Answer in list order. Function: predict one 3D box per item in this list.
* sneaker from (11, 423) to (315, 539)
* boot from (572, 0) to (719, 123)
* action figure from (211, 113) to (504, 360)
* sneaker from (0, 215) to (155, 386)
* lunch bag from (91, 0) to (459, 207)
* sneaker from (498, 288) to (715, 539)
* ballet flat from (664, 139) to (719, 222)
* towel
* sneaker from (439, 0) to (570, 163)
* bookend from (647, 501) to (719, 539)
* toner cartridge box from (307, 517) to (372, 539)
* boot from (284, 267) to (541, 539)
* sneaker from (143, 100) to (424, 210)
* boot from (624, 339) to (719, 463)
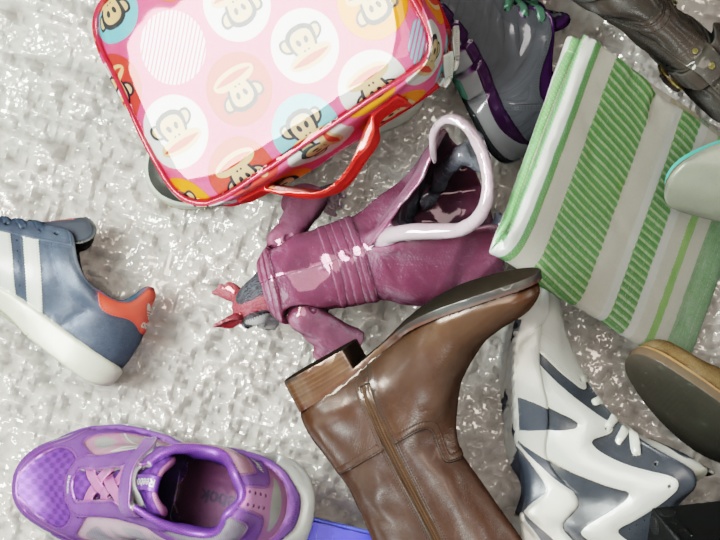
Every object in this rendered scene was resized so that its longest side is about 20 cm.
[{"bbox_3d":[-0.131,0.133,1.224,0.198,0.088,0.081,3,81,20],"label":"sneaker"},{"bbox_3d":[0.177,-0.167,1.285,0.174,0.200,0.069,37,103,-27],"label":"boot"},{"bbox_3d":[0.000,0.000,1.233,0.198,0.149,0.135,-20,84,1],"label":"action figure"},{"bbox_3d":[-0.219,-0.014,1.269,0.199,0.075,0.085,36,84,-7],"label":"sneaker"},{"bbox_3d":[-0.047,-0.129,1.195,0.199,0.082,0.177,-29,82,16],"label":"lunch bag"},{"bbox_3d":[0.158,0.103,1.260,0.128,0.080,0.201,-4,83,-4],"label":"sneaker"},{"bbox_3d":[0.287,-0.053,1.240,0.198,0.068,0.064,-7,47,-21],"label":"ballet flat"},{"bbox_3d":[0.169,-0.041,1.245,0.199,0.023,0.154,27,80,-43],"label":"towel"},{"bbox_3d":[0.080,-0.171,1.269,0.087,0.075,0.201,-29,115,5],"label":"sneaker"},{"bbox_3d":[0.274,0.242,1.216,0.198,0.092,0.201,-5,115,-16],"label":"bookend"},{"bbox_3d":[-0.043,0.256,1.251,0.094,0.043,0.202,13,82,1],"label":"toner cartridge box"},{"bbox_3d":[0.071,0.117,1.196,0.185,0.064,0.201,-27,92,26],"label":"boot"},{"bbox_3d":[-0.050,-0.104,1.277,0.199,0.088,0.076,-26,86,-3],"label":"sneaker"},{"bbox_3d":[0.260,0.090,1.273,0.199,0.074,0.076,32,70,-8],"label":"boot"}]
